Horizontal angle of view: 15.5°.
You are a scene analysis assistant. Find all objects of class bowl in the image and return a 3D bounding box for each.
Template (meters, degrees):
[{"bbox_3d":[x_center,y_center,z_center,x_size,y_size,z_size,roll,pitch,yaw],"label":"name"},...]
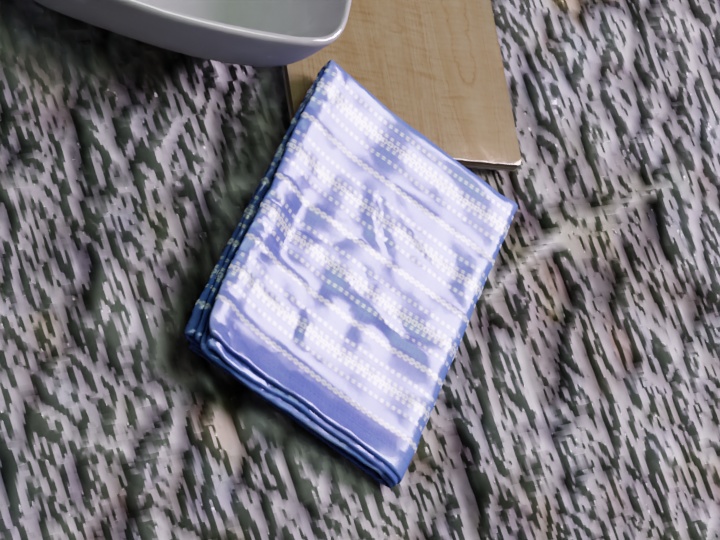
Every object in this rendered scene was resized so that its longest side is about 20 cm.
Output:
[{"bbox_3d":[-0.104,-0.203,1.412,0.200,0.075,0.200,15,60,-25],"label":"bowl"}]

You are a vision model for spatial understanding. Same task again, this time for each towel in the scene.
[{"bbox_3d":[0.000,0.000,1.411,0.145,0.024,0.200,36,56,-18],"label":"towel"}]

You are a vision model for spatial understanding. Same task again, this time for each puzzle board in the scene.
[{"bbox_3d":[0.011,-0.153,1.513,0.150,0.017,0.200,4,65,-32],"label":"puzzle board"}]
